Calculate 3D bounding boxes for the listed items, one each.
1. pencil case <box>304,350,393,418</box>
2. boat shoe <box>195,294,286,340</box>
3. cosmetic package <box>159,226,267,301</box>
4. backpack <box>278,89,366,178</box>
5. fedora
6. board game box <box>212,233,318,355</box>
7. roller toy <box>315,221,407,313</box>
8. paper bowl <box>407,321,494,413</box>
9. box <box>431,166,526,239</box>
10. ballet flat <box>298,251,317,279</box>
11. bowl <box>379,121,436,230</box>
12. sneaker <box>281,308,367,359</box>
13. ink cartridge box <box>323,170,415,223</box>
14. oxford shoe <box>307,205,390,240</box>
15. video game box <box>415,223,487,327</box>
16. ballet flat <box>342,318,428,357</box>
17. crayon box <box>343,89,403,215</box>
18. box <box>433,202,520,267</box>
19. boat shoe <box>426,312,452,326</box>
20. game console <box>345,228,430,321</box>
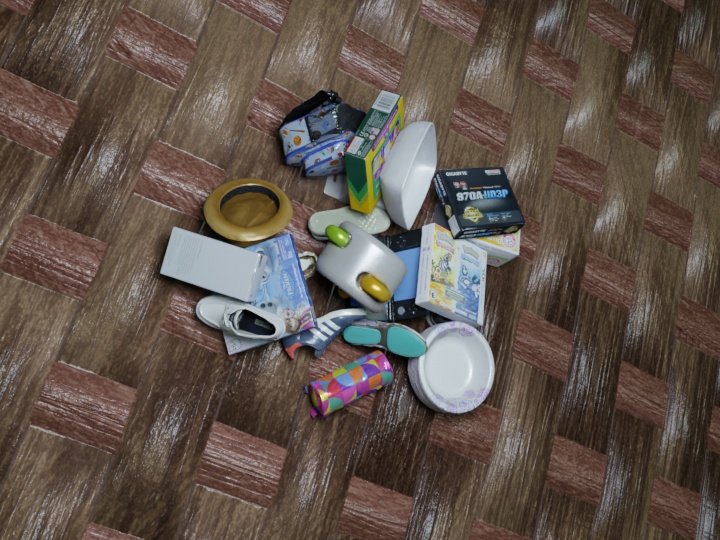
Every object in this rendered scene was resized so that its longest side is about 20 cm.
[{"bbox_3d":[-0.024,0.248,1.597,0.196,0.088,0.090,-22,87,-23],"label":"pencil case"},{"bbox_3d":[-0.249,0.099,1.481,0.195,0.066,0.074,20,90,9],"label":"boat shoe"},{"bbox_3d":[-0.299,-0.012,1.493,0.195,0.074,0.104,18,90,6],"label":"cosmetic package"},{"bbox_3d":[-0.082,-0.289,1.626,0.199,0.186,0.159,10,72,-66],"label":"backpack"},{"bbox_3d":[-0.240,-0.112,1.567,0.195,0.083,0.204,7,46,-7],"label":"fedora"},{"bbox_3d":[-0.209,0.050,1.535,0.194,0.043,0.205,-18,85,6],"label":"board game box"},{"bbox_3d":[0.000,0.000,1.576,0.198,0.182,0.141,35,88,15],"label":"roller toy"},{"bbox_3d":[0.201,0.223,1.677,0.195,0.104,0.207,3,82,-21],"label":"paper bowl"},{"bbox_3d":[0.277,-0.160,1.708,0.195,0.046,0.163,-6,67,-30],"label":"box"},{"bbox_3d":[-0.174,0.008,1.594,0.197,0.064,0.077,-30,91,-24],"label":"ballet flat"},{"bbox_3d":[0.104,-0.219,1.631,0.073,0.201,0.203,20,70,17],"label":"bowl"},{"bbox_3d":[-0.074,0.140,1.589,0.195,0.075,0.087,-16,84,-1],"label":"sneaker"},{"bbox_3d":[0.022,-0.205,1.718,0.196,0.067,0.119,19,72,-18],"label":"ink cartridge box"},{"bbox_3d":[-0.028,-0.107,1.676,0.194,0.058,0.077,-7,67,-16],"label":"oxford shoe"},{"bbox_3d":[0.212,0.014,1.669,0.197,0.046,0.187,23,63,-38],"label":"video game box"},{"bbox_3d":[0.059,0.141,1.628,0.195,0.072,0.074,10,73,13],"label":"ballet flat"},{"bbox_3d":[0.034,-0.257,1.594,0.057,0.174,0.202,19,58,17],"label":"crayon box"},{"bbox_3d":[0.284,-0.098,1.781,0.195,0.101,0.115,16,68,-19],"label":"box"},{"bbox_3d":[0.238,0.059,1.754,0.199,0.060,0.075,-39,95,-24],"label":"boat shoe"},{"bbox_3d":[0.061,0.009,1.667,0.117,0.168,0.206,10,74,-47],"label":"game console"}]
